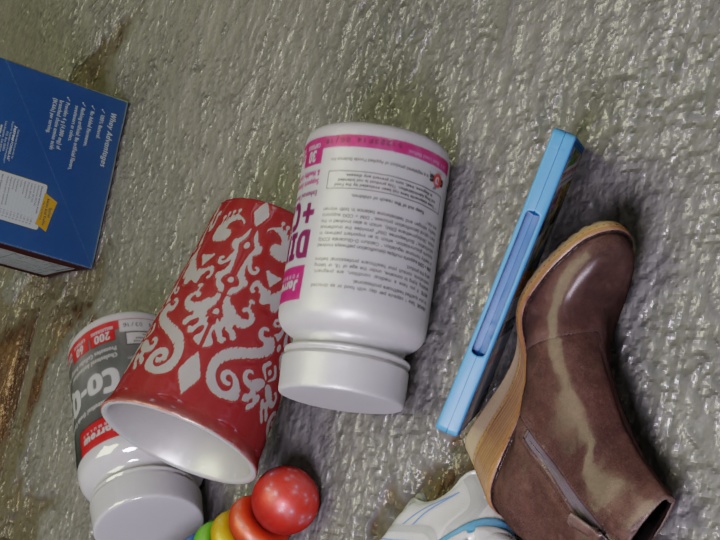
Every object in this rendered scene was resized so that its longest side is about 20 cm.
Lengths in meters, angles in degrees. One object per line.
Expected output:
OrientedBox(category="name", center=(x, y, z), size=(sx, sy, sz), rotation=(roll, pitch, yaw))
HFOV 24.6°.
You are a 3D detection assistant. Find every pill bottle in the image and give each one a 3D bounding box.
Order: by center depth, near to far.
OrientedBox(category="pill bottle", center=(0.000, 0.000, 1.235), size=(0.113, 0.113, 0.201), rotation=(-13, 65, 55))
OrientedBox(category="pill bottle", center=(-0.199, 0.146, 1.474), size=(0.114, 0.114, 0.200), rotation=(-48, 39, 34))

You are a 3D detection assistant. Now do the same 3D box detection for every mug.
OrientedBox(category="mug", center=(-0.114, 0.058, 1.349), size=(0.201, 0.133, 0.178), rotation=(-67, 11, -23))

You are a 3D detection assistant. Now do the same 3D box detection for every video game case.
OrientedBox(category="video game case", center=(0.101, 0.006, 1.085), size=(0.143, 0.018, 0.201), rotation=(-7, -61, -80))

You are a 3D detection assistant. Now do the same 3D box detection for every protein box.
OrientedBox(category="protein box", center=(-0.390, -0.115, 1.817), size=(0.135, 0.199, 0.199), rotation=(-8, 69, 56))

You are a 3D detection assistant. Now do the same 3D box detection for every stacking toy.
OrientedBox(category="stacking toy", center=(-0.102, 0.229, 1.331), size=(0.200, 0.085, 0.086), rotation=(-44, 41, 27))

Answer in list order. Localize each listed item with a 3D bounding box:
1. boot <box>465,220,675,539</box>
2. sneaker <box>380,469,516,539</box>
OrientedBox(category="boot", center=(0.149, 0.089, 1.015), size=(0.166, 0.072, 0.201), rotation=(50, 121, 48))
OrientedBox(category="sneaker", center=(0.036, 0.204, 1.135), size=(0.200, 0.075, 0.087), rotation=(-39, 36, 33))
